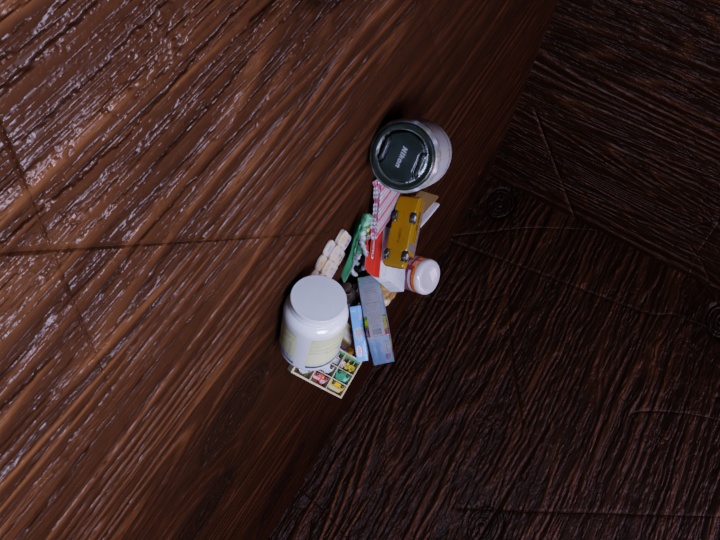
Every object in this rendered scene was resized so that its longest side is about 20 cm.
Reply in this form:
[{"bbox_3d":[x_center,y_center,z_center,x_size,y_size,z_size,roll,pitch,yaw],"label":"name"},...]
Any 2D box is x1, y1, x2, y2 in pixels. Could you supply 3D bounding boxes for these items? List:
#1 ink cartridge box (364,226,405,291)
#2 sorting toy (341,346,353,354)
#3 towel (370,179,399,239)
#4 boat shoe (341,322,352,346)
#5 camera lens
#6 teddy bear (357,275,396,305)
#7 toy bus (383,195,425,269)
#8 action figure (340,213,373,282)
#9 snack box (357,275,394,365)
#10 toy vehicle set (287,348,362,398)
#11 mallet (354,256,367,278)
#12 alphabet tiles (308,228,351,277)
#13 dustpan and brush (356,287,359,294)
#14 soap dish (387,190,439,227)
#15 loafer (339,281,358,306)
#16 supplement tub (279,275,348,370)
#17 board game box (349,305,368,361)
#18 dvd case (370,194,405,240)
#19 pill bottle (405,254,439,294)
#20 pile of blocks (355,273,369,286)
[{"bbox_3d":[0.074,-0.046,1.744,0.200,0.047,0.161,42,50,-59],"label":"ink cartridge box"},{"bbox_3d":[-0.092,0.190,1.834,0.200,0.106,0.181,-47,143,-52],"label":"sorting toy"},{"bbox_3d":[0.067,-0.196,1.651,0.147,0.030,0.201,-55,160,-38],"label":"towel"},{"bbox_3d":[-0.077,0.143,1.727,0.200,0.073,0.069,55,41,-54],"label":"boat shoe"},{"bbox_3d":[0.119,-0.264,1.423,0.161,0.159,0.200,-65,168,20],"label":"camera lens"},{"bbox_3d":[0.058,0.057,1.891,0.145,0.067,0.200,-26,153,-20],"label":"teddy bear"},{"bbox_3d":[0.121,-0.103,1.716,0.078,0.065,0.201,25,76,-64],"label":"toy bus"},{"bbox_3d":[-0.002,-0.072,1.602,0.200,0.054,0.119,108,-7,-47],"label":"action figure"},{"bbox_3d":[0.044,0.140,1.773,0.169,0.067,0.201,77,2,-56],"label":"snack box"},{"bbox_3d":[-0.098,0.268,1.769,0.200,0.026,0.125,35,81,-34],"label":"toy vehicle set"},{"bbox_3d":[0.000,0.000,1.767,0.066,0.041,0.200,-58,-179,6],"label":"mallet"},{"bbox_3d":[-0.081,-0.006,1.541,0.201,0.015,0.196,-61,169,-4],"label":"alphabet tiles"},{"bbox_3d":[0.040,0.012,2.064,0.139,0.057,0.200,-28,153,-53],"label":"dustpan and brush"},{"bbox_3d":[0.142,-0.145,1.906,0.157,0.081,0.200,-49,180,-31],"label":"soap dish"},{"bbox_3d":[-0.058,0.066,1.727,0.200,0.073,0.071,7,79,-78],"label":"loafer"},{"bbox_3d":[-0.105,0.119,1.402,0.145,0.145,0.200,-52,166,-37],"label":"supplement tub"},{"bbox_3d":[-0.003,0.178,1.799,0.200,0.036,0.152,65,17,-86],"label":"board game box"},{"bbox_3d":[0.089,-0.191,1.834,0.200,0.022,0.146,-50,164,-48],"label":"dvd case"},{"bbox_3d":[0.142,0.000,1.968,0.113,0.199,0.114,-16,113,-41],"label":"pill bottle"},{"bbox_3d":[0.048,-0.014,1.922,0.200,0.062,0.082,-61,-174,42],"label":"pile of blocks"}]
